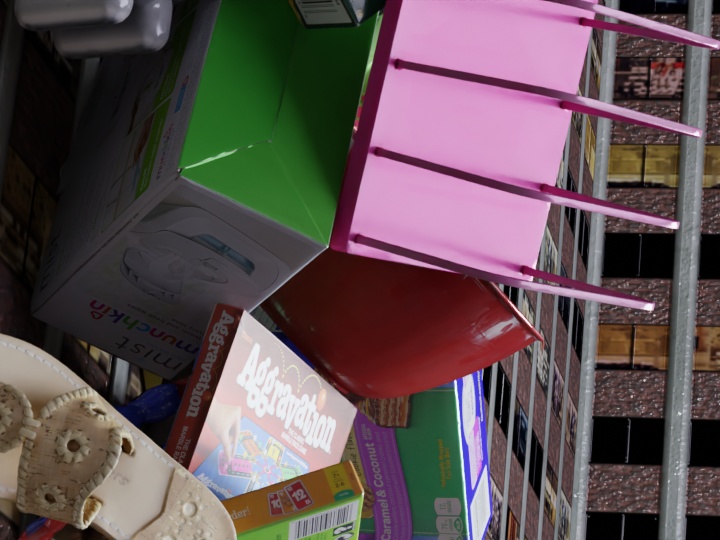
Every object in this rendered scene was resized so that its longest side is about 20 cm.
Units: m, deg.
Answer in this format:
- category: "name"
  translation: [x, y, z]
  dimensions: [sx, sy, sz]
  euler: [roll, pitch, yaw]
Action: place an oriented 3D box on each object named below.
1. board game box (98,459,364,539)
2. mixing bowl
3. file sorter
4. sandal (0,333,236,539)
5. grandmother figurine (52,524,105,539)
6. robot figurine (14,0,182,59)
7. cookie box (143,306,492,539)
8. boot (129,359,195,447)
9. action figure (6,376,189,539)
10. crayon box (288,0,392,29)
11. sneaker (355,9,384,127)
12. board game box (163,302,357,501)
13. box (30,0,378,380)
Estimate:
- category: "board game box"
  translation: [-0.097, 0.156, 1.484]
  dimensions: [0.096, 0.200, 0.030]
  euler: [97, -29, -63]
- category: "mixing bowl"
  translation: [0.000, 0.000, 1.614]
  dimensions: [0.200, 0.108, 0.200]
  euler: [48, 1, -1]
- category: "file sorter"
  translation: [0.096, -0.088, 1.444]
  dimensions: [0.139, 0.125, 0.200]
  euler: [10, 94, -43]
- category: "sandal"
  translation: [-0.127, 0.091, 1.358]
  dimensions: [0.212, 0.070, 0.078]
  euler: [37, 67, -31]
- category: "grandmother figurine"
  translation: [-0.112, 0.213, 1.577]
  dimensions: [0.061, 0.121, 0.200]
  euler: [-86, 152, -71]
- category: "robot figurine"
  translation: [-0.130, -0.213, 1.473]
  dimensions: [0.170, 0.113, 0.200]
  euler: [42, 50, -62]
- category: "cookie box"
  translation: [-0.027, 0.097, 1.764]
  dimensions: [0.075, 0.200, 0.171]
  euler: [-64, 152, -59]
- category: "boot"
  translation: [-0.094, 0.121, 1.620]
  dimensions: [0.200, 0.070, 0.132]
  euler: [125, -28, -64]
- category: "action figure"
  translation: [-0.150, 0.105, 1.472]
  dimensions: [0.065, 0.099, 0.200]
  euler: [63, 24, 8]
- category: "crayon box"
  translation: [0.000, -0.254, 1.463]
  dimensions: [0.173, 0.058, 0.200]
  euler: [-39, 112, -25]
- category: "sneaker"
  translation: [-0.038, -0.122, 1.739]
  dimensions: [0.077, 0.200, 0.084]
  euler: [37, 59, -31]
- category: "board game box"
  translation: [-0.054, 0.095, 1.534]
  dimensions: [0.200, 0.019, 0.103]
  euler: [45, 60, -65]
- category: "box"
  translation: [-0.084, -0.072, 1.530]
  dimensions: [0.176, 0.097, 0.200]
  euler: [-41, -150, 48]
